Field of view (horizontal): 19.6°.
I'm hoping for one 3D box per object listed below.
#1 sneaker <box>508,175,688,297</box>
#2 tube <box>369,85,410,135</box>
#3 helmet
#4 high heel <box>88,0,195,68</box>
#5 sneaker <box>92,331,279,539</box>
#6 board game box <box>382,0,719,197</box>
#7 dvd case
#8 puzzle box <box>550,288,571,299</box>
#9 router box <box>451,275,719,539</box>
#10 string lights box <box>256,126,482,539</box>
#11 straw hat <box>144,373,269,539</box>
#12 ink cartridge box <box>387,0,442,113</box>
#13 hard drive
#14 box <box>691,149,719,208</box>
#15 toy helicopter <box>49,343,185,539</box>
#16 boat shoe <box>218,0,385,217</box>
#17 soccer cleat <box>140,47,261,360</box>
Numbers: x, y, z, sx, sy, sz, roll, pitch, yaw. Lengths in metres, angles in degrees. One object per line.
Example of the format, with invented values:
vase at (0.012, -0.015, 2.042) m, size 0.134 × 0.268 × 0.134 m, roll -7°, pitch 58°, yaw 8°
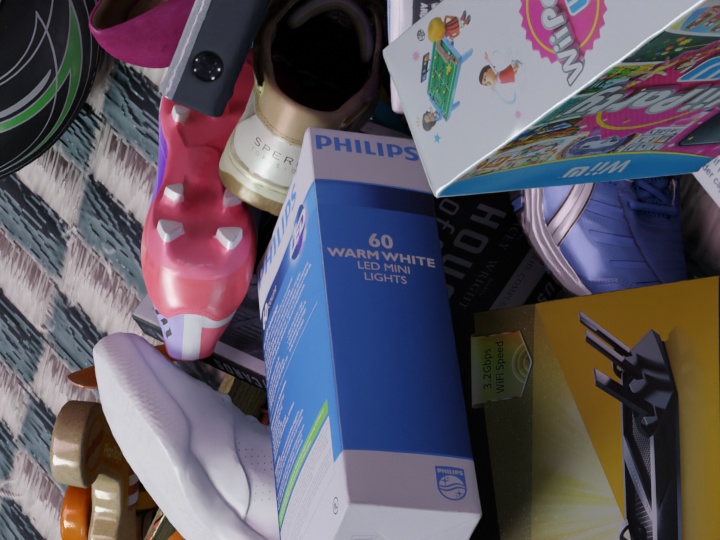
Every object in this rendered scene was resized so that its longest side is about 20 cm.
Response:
sneaker at (0.111, -0.068, 0.946) m, size 0.077 × 0.076 × 0.201 m, roll -32°, pitch 69°, yaw 46°
tube at (-0.026, -0.114, 1.127) m, size 0.200 × 0.050 × 0.077 m, roll 63°, pitch 145°, yaw 17°
helmet at (-0.251, -0.150, 1.270) m, size 0.200 × 0.190 × 0.200 m, roll 47°, pitch 162°, yaw 20°
high heel at (-0.060, -0.187, 1.068) m, size 0.067 × 0.096 × 0.200 m, roll 36°, pitch 102°, yaw 23°
sneaker at (-0.047, 0.099, 1.009) m, size 0.200 × 0.088 × 0.075 m, roll 50°, pitch 159°, yaw 7°
board game box at (0.126, -0.100, 0.715) m, size 0.200 × 0.147 × 0.064 m, roll -35°, pitch 69°, yaw 46°
dvd case at (0.000, 0.000, 1.025) m, size 0.200 × 0.025 × 0.150 m, roll 22°, pitch 68°, yaw 38°
puzzle box at (0.064, 0.103, 1.008) m, size 0.133 × 0.025 × 0.201 m, roll -34°, pitch 47°, yaw 46°
router box at (0.109, 0.109, 0.867) m, size 0.157 × 0.052 × 0.201 m, roll -10°, pitch 67°, yaw 22°
string lights box at (-0.002, 0.047, 0.897) m, size 0.103 × 0.059 × 0.200 m, roll 113°, pitch 158°, yaw -47°
straw hat at (-0.042, 0.091, 1.131) m, size 0.085 × 0.201 × 0.201 m, roll 27°, pitch 124°, yaw -3°
ink cartridge box at (0.033, -0.179, 1.001) m, size 0.200 × 0.043 × 0.199 m, roll -95°, pitch 5°, yaw -82°
hard drive at (-0.037, -0.181, 0.972) m, size 0.140 × 0.033 × 0.200 m, roll -88°, pitch 22°, yaw -73°
box at (0.229, -0.081, 0.788) m, size 0.184 × 0.105 × 0.200 m, roll 56°, pitch 133°, yaw 29°
toy helicopter at (-0.137, 0.096, 1.194) m, size 0.079 × 0.200 × 0.133 m, roll 10°, pitch 82°, yaw 9°
boat shoe at (-0.016, -0.106, 1.024) m, size 0.200 × 0.074 × 0.066 m, roll -80°, pitch 14°, yaw -51°
soccer cleat at (-0.074, -0.041, 1.040) m, size 0.200 × 0.066 × 0.077 m, roll -84°, pitch 5°, yaw -52°
